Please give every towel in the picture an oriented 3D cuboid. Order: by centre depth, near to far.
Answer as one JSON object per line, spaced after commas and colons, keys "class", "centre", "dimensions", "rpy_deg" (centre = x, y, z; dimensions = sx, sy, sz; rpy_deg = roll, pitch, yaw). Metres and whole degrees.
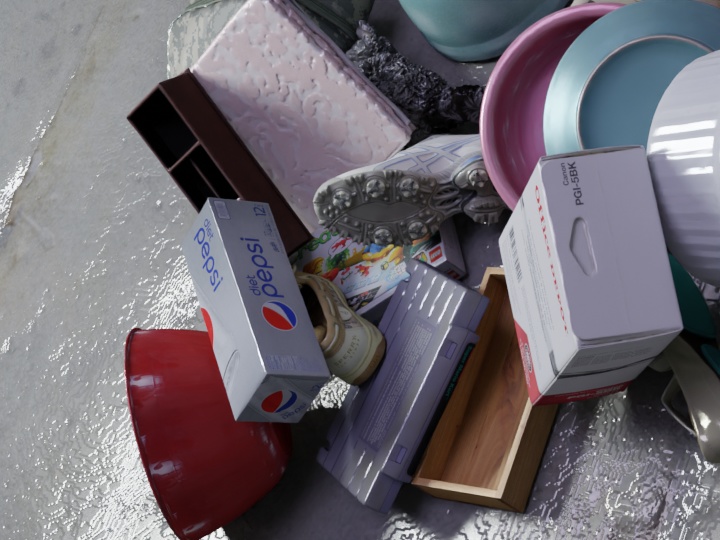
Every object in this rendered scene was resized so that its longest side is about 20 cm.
{"class": "towel", "centre": [-0.064, -0.146, 1.757], "dimensions": [0.191, 0.200, 0.032], "rpy_deg": [-43, 1, 45]}

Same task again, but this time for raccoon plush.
{"class": "raccoon plush", "centre": [0.065, -0.175, 1.790], "dimensions": [0.200, 0.097, 0.134], "rpy_deg": [2, 47, 13]}

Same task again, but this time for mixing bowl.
{"class": "mixing bowl", "centre": [-0.125, 0.134, 1.673], "dimensions": [0.108, 0.200, 0.200], "rpy_deg": [-15, 50, 7]}

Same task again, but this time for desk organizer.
{"class": "desk organizer", "centre": [-0.139, -0.083, 1.751], "dimensions": [0.072, 0.200, 0.077], "rpy_deg": [-36, 2, 20]}

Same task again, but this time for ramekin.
{"class": "ramekin", "centre": [0.302, -0.075, 1.390], "dimensions": [0.098, 0.200, 0.201], "rpy_deg": [-1, 63, 51]}

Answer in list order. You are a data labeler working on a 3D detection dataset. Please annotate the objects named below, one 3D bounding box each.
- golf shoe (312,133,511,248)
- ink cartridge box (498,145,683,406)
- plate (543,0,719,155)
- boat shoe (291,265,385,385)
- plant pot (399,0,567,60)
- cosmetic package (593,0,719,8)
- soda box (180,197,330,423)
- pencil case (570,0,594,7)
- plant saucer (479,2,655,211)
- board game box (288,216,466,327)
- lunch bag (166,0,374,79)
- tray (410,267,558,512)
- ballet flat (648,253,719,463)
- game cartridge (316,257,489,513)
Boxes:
{"class": "golf shoe", "centre": [0.054, -0.079, 1.680], "dimensions": [0.200, 0.078, 0.097], "rpy_deg": [-8, 32, -4]}
{"class": "ink cartridge box", "centre": [0.170, 0.008, 1.424], "dimensions": [0.083, 0.200, 0.147], "rpy_deg": [-8, 75, -7]}
{"class": "plate", "centre": [0.242, -0.120, 1.511], "dimensions": [0.200, 0.026, 0.201], "rpy_deg": [0, 90, 18]}
{"class": "boat shoe", "centre": [-0.049, 0.038, 1.679], "dimensions": [0.073, 0.063, 0.200], "rpy_deg": [-60, 34, -2]}
{"class": "plant pot", "centre": [0.100, -0.317, 1.779], "dimensions": [0.200, 0.134, 0.201], "rpy_deg": [-23, 49, 30]}
{"class": "cosmetic package", "centre": [0.240, -0.263, 1.570], "dimensions": [0.104, 0.200, 0.073], "rpy_deg": [-61, 1, -7]}
{"class": "soda box", "centre": [-0.093, 0.033, 1.624], "dimensions": [0.068, 0.063, 0.200], "rpy_deg": [-56, 42, 39]}
{"class": "pencil case", "centre": [0.226, -0.216, 1.643], "dimensions": [0.089, 0.078, 0.200], "rpy_deg": [30, 85, 33]}
{"class": "plant saucer", "centre": [0.200, -0.119, 1.563], "dimensions": [0.200, 0.051, 0.201], "rpy_deg": [0, 91, 18]}
{"class": "board game box", "centre": [0.000, 0.000, 1.741], "dimensions": [0.200, 0.035, 0.126], "rpy_deg": [-33, 45, 23]}
{"class": "lunch bag", "centre": [-0.099, -0.227, 1.886], "dimensions": [0.200, 0.139, 0.168], "rpy_deg": [-8, 57, 54]}
{"class": "tray", "centre": [0.120, 0.096, 1.563], "dimensions": [0.099, 0.037, 0.200], "rpy_deg": [3, 65, 45]}
{"class": "ballet flat", "centre": [0.247, 0.068, 1.443], "dimensions": [0.069, 0.069, 0.200], "rpy_deg": [-39, 43, 16]}
{"class": "game cartridge", "centre": [0.036, 0.096, 1.602], "dimensions": [0.200, 0.038, 0.130], "rpy_deg": [-64, 29, 3]}
